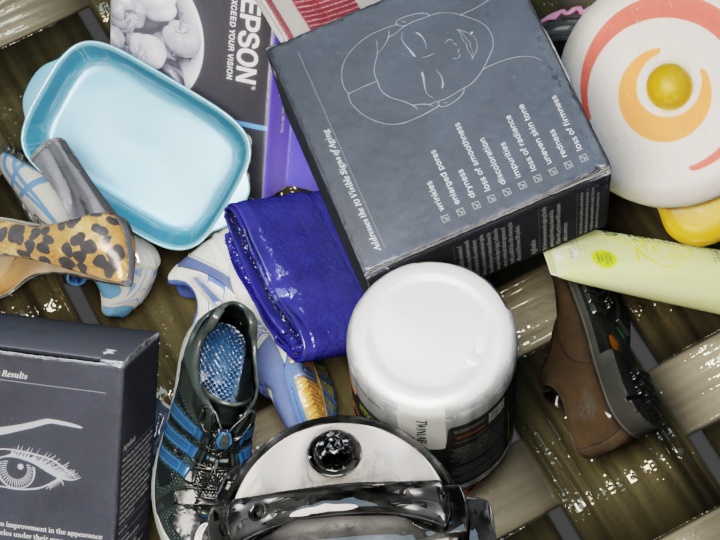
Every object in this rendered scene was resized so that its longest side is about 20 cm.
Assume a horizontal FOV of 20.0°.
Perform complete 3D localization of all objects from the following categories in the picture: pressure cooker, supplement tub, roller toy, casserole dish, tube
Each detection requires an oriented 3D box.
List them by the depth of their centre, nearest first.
[{"bbox_3d":[-0.013,0.198,1.406,0.178,0.200,0.176,38,67,22],"label":"pressure cooker"},{"bbox_3d":[0.054,0.088,1.501,0.122,0.200,0.123,-1,62,3],"label":"supplement tub"},{"bbox_3d":[0.233,0.000,1.587,0.199,0.058,0.052,10,78,-13],"label":"tube"},{"bbox_3d":[0.248,-0.137,1.603,0.182,0.140,0.201,28,98,15],"label":"roller toy"},{"bbox_3d":[-0.178,-0.101,1.651,0.199,0.039,0.122,31,94,3],"label":"casserole dish"}]

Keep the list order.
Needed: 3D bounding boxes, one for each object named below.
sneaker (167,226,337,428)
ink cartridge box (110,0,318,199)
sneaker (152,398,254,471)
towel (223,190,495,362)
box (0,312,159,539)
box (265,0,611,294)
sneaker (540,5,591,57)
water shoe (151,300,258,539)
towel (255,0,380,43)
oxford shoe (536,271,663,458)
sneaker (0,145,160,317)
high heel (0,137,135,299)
[{"bbox_3d":[-0.087,0.061,1.617,0.088,0.075,0.201,-30,58,6],"label":"sneaker"},{"bbox_3d":[-0.108,-0.157,1.664,0.199,0.199,0.043,14,35,12],"label":"ink cartridge box"},{"bbox_3d":[-0.170,0.122,1.569,0.199,0.085,0.075,20,63,15],"label":"sneaker"},{"bbox_3d":[0.000,0.000,1.611,0.199,0.050,0.148,-10,61,-33],"label":"towel"},{"bbox_3d":[-0.232,0.141,1.495,0.147,0.104,0.201,8,102,8],"label":"box"},{"bbox_3d":[0.059,-0.100,1.533,0.196,0.124,0.201,-22,71,-3],"label":"box"},{"bbox_3d":[0.228,-0.153,1.710,0.199,0.079,0.096,21,75,17],"label":"sneaker"},{"bbox_3d":[-0.113,0.120,1.511,0.071,0.079,0.201,6,70,-13],"label":"water shoe"},{"bbox_3d":[-0.005,-0.247,1.605,0.199,0.023,0.144,-18,61,-27],"label":"towel"},{"bbox_3d":[0.167,0.060,1.585,0.084,0.073,0.201,-36,37,25],"label":"oxford shoe"},{"bbox_3d":[-0.242,-0.036,1.681,0.200,0.072,0.073,42,104,32],"label":"sneaker"},{"bbox_3d":[-0.260,0.012,1.610,0.200,0.071,0.143,-50,59,22],"label":"high heel"}]
